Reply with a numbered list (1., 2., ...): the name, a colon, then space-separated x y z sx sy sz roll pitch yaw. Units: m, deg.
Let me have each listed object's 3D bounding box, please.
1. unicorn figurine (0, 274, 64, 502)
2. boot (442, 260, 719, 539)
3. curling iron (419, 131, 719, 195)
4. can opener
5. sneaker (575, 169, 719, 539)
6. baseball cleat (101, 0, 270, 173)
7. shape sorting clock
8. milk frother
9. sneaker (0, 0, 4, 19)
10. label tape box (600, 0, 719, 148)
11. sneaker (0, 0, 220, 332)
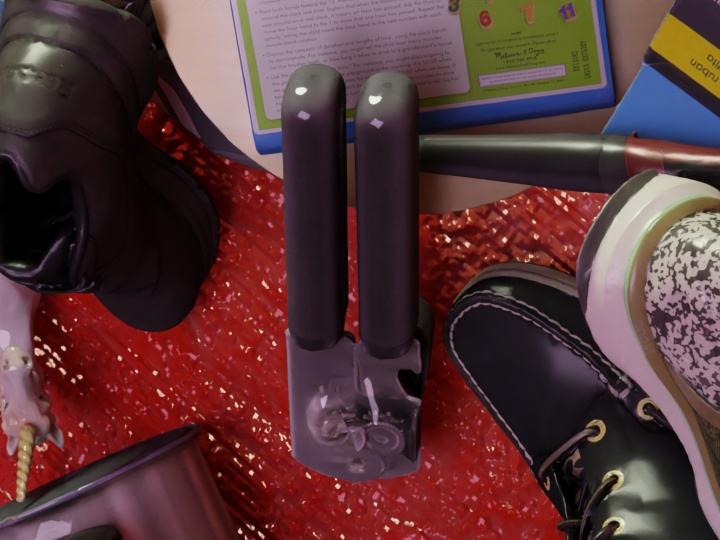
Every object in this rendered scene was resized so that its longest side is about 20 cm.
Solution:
1. unicorn figurine: -0.181 -0.004 1.029 0.199 0.074 0.138 20 115 40
2. boot: 0.083 0.097 0.854 0.204 0.154 0.074 44 133 9
3. curling iron: 0.098 -0.046 0.819 0.199 0.026 0.050 -3 90 38
4. can opener: 0.000 0.000 0.893 0.053 0.067 0.201 6 131 8
5. sneaker: 0.152 0.054 0.789 0.200 0.077 0.089 47 166 -29
6. baseball cleat: -0.091 -0.101 0.923 0.200 0.106 0.070 37 108 12
7. shape sorting clock: 0.019 -0.120 0.875 0.199 0.039 0.201 2 108 5
8. milk frother: -0.039 0.154 0.969 0.199 0.180 0.189 -25 93 -12
9. sneaker: -0.209 -0.110 0.994 0.199 0.089 0.079 13 109 25
10. label tape box: 0.188 -0.083 0.799 0.144 0.063 0.200 38 126 14
11. sneaker: -0.111 -0.023 0.923 0.076 0.091 0.200 10 152 18
